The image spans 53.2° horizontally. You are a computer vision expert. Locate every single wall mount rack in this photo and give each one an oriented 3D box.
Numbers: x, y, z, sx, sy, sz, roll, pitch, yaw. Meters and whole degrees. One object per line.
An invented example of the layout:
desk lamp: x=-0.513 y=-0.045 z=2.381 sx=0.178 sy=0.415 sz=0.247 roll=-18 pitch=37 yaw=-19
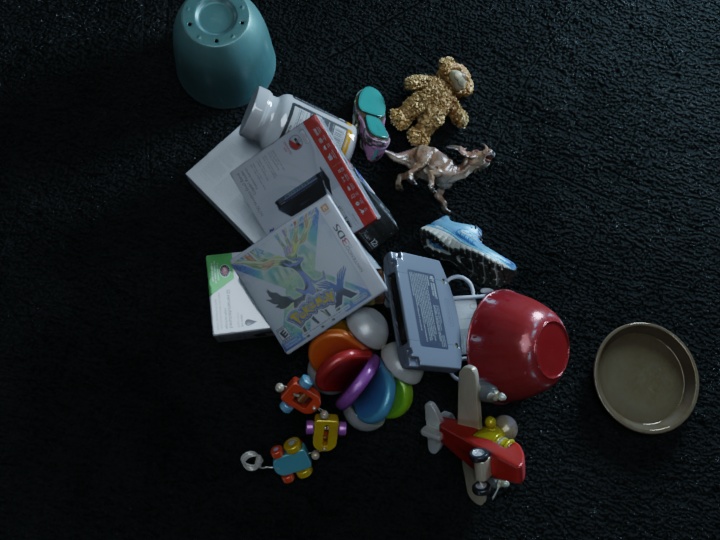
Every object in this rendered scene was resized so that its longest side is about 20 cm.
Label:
wall mount rack: x=0.158 y=0.100 z=1.295 sx=0.171 sy=0.075 sz=0.203 roll=-3 pitch=75 yaw=-3

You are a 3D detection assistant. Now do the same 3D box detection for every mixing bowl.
mixing bowl: x=0.284 y=0.132 z=1.226 sx=0.198 sy=0.108 sz=0.203 roll=2 pitch=87 yaw=-39

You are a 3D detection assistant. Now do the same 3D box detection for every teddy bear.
teddy bear: x=0.146 y=-0.331 z=1.407 sx=0.198 sy=0.067 sz=0.146 roll=-29 pitch=82 yaw=-10

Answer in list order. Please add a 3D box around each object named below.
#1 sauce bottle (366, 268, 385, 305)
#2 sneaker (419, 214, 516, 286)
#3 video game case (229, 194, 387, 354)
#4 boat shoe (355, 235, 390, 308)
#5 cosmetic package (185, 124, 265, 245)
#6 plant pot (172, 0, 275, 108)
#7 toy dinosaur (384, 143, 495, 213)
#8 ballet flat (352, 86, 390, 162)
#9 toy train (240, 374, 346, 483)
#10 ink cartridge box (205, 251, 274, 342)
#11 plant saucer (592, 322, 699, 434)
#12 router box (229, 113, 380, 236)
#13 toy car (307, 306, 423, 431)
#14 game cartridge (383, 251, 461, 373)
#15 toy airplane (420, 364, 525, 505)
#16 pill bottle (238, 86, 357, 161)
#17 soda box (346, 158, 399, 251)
sauce bottle: x=-0.058 y=0.030 z=1.217 sx=0.197 sy=0.066 sz=0.067 roll=-2 pitch=76 yaw=-5
sneaker: x=0.205 y=-0.048 z=1.313 sx=0.199 sy=0.079 sz=0.090 roll=34 pitch=61 yaw=28
video game case: x=-0.086 y=0.007 z=1.174 sx=0.199 sy=0.022 sz=0.183 roll=-33 pitch=90 yaw=7
boat shoe: x=0.000 y=0.000 z=1.320 sx=0.066 sy=0.074 sz=0.201 roll=-37 pitch=71 yaw=3
cosmetic package: x=-0.203 y=-0.155 z=1.347 sx=0.200 sy=0.052 sz=0.151 roll=45 pitch=78 yaw=8
plant pot: x=-0.263 y=-0.436 z=1.358 sx=0.198 sy=0.161 sz=0.203 roll=1 pitch=75 yaw=-4
toy dinosaur: x=0.143 y=-0.203 z=1.368 sx=0.198 sy=0.086 sz=0.137 roll=24 pitch=75 yaw=7
ballet flat: x=0.015 y=-0.276 z=1.371 sx=0.068 sy=0.072 sz=0.201 roll=14 pitch=39 yaw=-19
toy train: x=-0.110 y=0.261 z=1.203 sx=0.149 sy=0.056 sz=0.201 roll=29 pitch=110 yaw=-17
ink cartridge box: x=-0.167 y=0.039 z=1.283 sx=0.197 sy=0.084 sz=0.148 roll=-7 pitch=77 yaw=-6
plant saucer: x=0.519 y=0.197 z=1.317 sx=0.197 sy=0.030 sz=0.203 roll=1 pitch=75 yaw=-3
router box: x=-0.092 y=-0.125 z=1.204 sx=0.178 sy=0.049 sz=0.201 roll=-32 pitch=90 yaw=10
toy car: x=-0.005 y=0.174 z=1.199 sx=0.200 sy=0.150 sz=0.176 roll=43 pitch=112 yaw=10
game cartridge: x=0.108 y=0.072 z=1.207 sx=0.132 sy=0.041 sz=0.202 roll=14 pitch=58 yaw=-42
toy airplane: x=0.197 y=0.280 z=1.208 sx=0.140 sy=0.201 sz=0.201 roll=-17 pitch=65 yaw=-24
pill bottle: x=-0.114 y=-0.251 z=1.317 sx=0.198 sy=0.116 sz=0.118 roll=22 pitch=74 yaw=-18
soda box: x=-0.016 y=-0.135 z=1.290 sx=0.070 sy=0.064 sz=0.200 roll=-36 pitch=117 yaw=10
